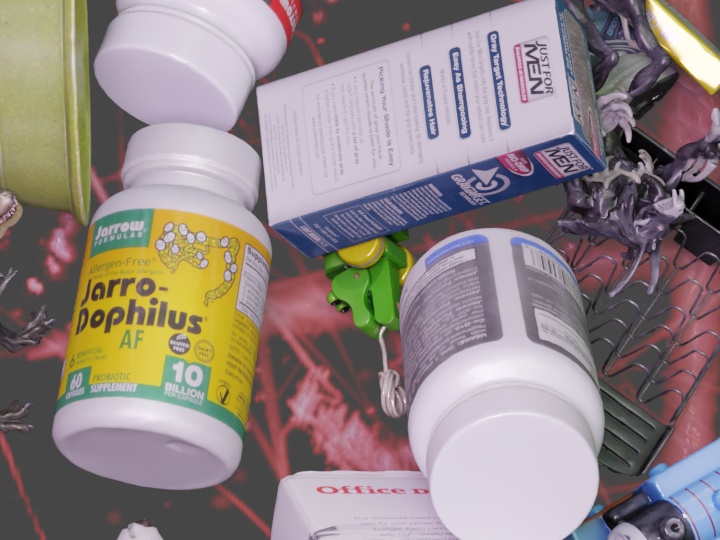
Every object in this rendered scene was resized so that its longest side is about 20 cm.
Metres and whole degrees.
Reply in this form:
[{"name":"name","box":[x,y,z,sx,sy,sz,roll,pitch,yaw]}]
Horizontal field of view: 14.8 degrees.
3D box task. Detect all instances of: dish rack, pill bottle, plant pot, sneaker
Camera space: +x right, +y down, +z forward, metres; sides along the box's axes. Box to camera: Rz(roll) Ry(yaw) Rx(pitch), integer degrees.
[{"name":"dish rack","box":[0.169,0.024,1.765,0.153,0.055,0.200,35,64,1]},{"name":"pill bottle","box":[-0.085,-0.190,1.748,0.114,0.114,0.200,25,64,-5]},{"name":"plant pot","box":[-0.258,-0.122,1.647,0.190,0.200,0.200,-2,68,-3]},{"name":"pill bottle","box":[0.082,0.069,1.617,0.114,0.114,0.200,15,28,-10]},{"name":"sneaker","box":[0.108,-0.110,1.800,0.200,0.078,0.086,-27,71,-33]},{"name":"pill bottle","box":[-0.113,0.019,1.654,0.113,0.113,0.200,13,66,-10]}]

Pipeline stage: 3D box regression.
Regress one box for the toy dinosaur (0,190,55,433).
[{"name":"toy dinosaur","box":[-0.229,0.050,1.634,0.088,0.047,0.200,19,93,-36]}]

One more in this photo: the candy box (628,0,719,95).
[{"name":"candy box","box":[0.169,-0.191,1.833,0.200,0.102,0.026,44,103,5]}]

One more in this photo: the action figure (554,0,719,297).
[{"name":"action figure","box":[0.169,-0.089,1.714,0.119,0.102,0.200,-6,81,-34]}]

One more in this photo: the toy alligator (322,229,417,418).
[{"name":"toy alligator","box":[0.000,0.000,1.730,0.054,0.059,0.200,-10,66,24]}]

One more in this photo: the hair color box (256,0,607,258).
[{"name":"hair color box","box":[0.041,-0.086,1.673,0.200,0.061,0.100,-16,63,20]}]

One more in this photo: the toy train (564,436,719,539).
[{"name":"toy train","box":[0.215,0.145,1.694,0.200,0.114,0.087,-26,77,-24]}]

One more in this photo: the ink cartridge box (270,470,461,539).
[{"name":"ink cartridge box","box":[0.040,0.189,1.580,0.145,0.200,0.085,2,111,-15]}]

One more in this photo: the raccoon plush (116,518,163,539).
[{"name":"raccoon plush","box":[-0.146,0.243,1.590,0.134,0.097,0.200,7,95,-27]}]
